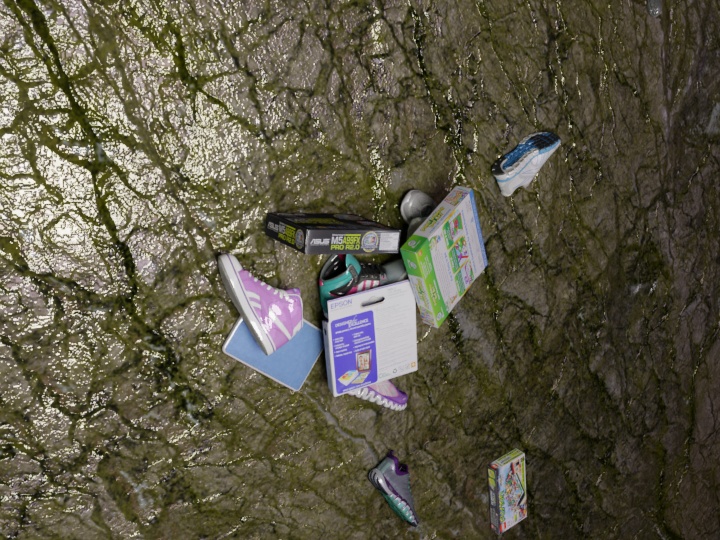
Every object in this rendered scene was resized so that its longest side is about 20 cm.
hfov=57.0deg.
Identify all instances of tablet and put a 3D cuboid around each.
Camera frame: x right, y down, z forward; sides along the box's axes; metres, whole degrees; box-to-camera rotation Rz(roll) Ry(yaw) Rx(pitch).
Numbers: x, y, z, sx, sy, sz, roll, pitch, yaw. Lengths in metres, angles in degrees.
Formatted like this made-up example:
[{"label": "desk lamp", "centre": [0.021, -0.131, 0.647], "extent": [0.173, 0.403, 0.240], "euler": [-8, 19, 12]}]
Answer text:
[{"label": "tablet", "centre": [-0.159, 0.139, 1.271], "extent": [0.199, 0.014, 0.132], "euler": [36, 82, -35]}]

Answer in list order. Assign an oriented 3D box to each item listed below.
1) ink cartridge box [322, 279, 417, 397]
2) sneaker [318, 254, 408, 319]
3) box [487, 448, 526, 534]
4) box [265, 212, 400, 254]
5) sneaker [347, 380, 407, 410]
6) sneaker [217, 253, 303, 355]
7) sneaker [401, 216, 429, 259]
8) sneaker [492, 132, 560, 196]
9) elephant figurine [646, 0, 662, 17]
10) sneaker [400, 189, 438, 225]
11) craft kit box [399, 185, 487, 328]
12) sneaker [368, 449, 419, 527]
[{"label": "ink cartridge box", "centre": [0.021, 0.124, 1.294], "extent": [0.194, 0.043, 0.205], "euler": [-13, 113, -25]}, {"label": "sneaker", "centre": [0.000, 0.000, 1.295], "extent": [0.197, 0.084, 0.122], "euler": [-29, 124, -12]}, {"label": "box", "centre": [0.390, 0.587, 1.760], "extent": [0.108, 0.035, 0.204], "euler": [-19, 113, -29]}, {"label": "box", "centre": [-0.050, -0.068, 1.200], "extent": [0.196, 0.159, 0.045], "euler": [-1, 106, -33]}, {"label": "sneaker", "centre": [0.032, 0.232, 1.393], "extent": [0.198, 0.080, 0.090], "euler": [27, 80, -35]}, {"label": "sneaker", "centre": [-0.172, 0.038, 1.191], "extent": [0.113, 0.072, 0.203], "euler": [-34, 114, -18]}, {"label": "sneaker", "centre": [0.133, -0.020, 1.360], "extent": [0.080, 0.074, 0.203], "euler": [-10, 135, -25]}, {"label": "sneaker", "centre": [0.381, -0.241, 1.516], "extent": [0.198, 0.075, 0.088], "euler": [-35, 130, -16]}, {"label": "elephant figurine", "centre": [0.633, -0.706, 1.509], "extent": [0.203, 0.153, 0.142], "euler": [-65, 149, -13]}, {"label": "sneaker", "centre": [0.165, -0.103, 1.386], "extent": [0.199, 0.081, 0.076], "euler": [32, 84, -37]}, {"label": "craft kit box", "centre": [0.171, -0.026, 1.307], "extent": [0.198, 0.048, 0.202], "euler": [-49, 136, -30]}, {"label": "sneaker", "centre": [0.099, 0.501, 1.514], "extent": [0.088, 0.074, 0.202], "euler": [-45, 123, -21]}]
